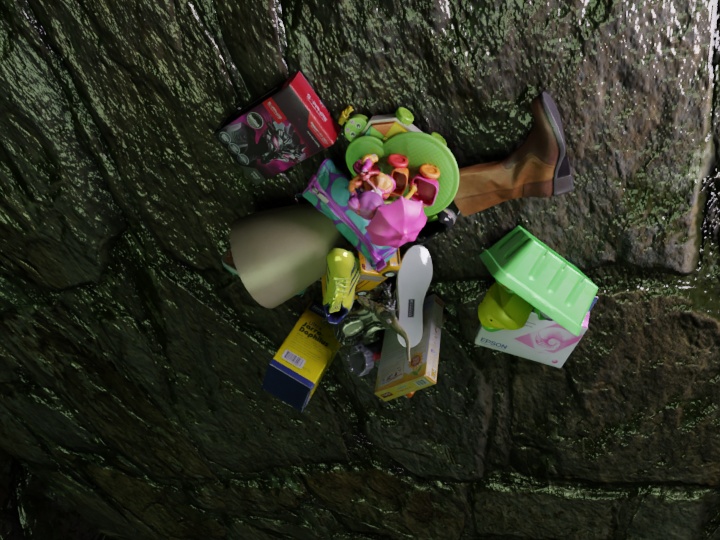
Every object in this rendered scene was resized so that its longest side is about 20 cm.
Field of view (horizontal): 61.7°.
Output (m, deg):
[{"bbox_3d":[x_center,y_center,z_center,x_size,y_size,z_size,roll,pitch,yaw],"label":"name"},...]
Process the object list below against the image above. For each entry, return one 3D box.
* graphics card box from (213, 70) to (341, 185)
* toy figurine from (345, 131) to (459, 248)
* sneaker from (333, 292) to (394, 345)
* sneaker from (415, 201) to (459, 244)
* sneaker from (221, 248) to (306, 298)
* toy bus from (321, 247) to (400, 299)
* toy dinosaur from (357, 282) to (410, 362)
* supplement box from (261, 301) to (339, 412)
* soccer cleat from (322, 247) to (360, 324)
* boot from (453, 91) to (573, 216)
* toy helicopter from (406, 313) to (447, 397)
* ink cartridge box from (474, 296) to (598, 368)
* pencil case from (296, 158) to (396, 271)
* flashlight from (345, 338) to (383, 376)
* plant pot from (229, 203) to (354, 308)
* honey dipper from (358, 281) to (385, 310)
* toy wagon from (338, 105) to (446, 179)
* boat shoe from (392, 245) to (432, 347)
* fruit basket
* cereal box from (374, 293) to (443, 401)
[{"bbox_3d":[-0.147,-0.243,1.053,0.197,0.051,0.126,-18,125,34],"label":"graphics card box"},{"bbox_3d":[0.042,-0.117,0.932,0.197,0.185,0.152,21,128,6],"label":"toy figurine"},{"bbox_3d":[0.040,0.096,1.295,0.197,0.089,0.078,-20,88,14],"label":"sneaker"},{"bbox_3d":[0.088,-0.090,1.092,0.196,0.088,0.074,-8,131,27],"label":"sneaker"},{"bbox_3d":[-0.211,0.014,1.316,0.196,0.072,0.081,19,142,8],"label":"sneaker"},{"bbox_3d":[0.000,0.000,1.203,0.077,0.066,0.199,9,154,-29],"label":"toy bus"},{"bbox_3d":[0.053,0.082,1.165,0.047,0.200,0.090,-16,125,-20],"label":"toy dinosaur"},{"bbox_3d":[-0.120,0.190,1.354,0.108,0.201,0.110,28,138,5],"label":"supplement box"},{"bbox_3d":[-0.038,0.032,1.112,0.063,0.085,0.201,14,149,6],"label":"soccer cleat"},{"bbox_3d":[0.228,-0.180,0.969,0.196,0.070,0.189,-10,142,22],"label":"boot"},{"bbox_3d":[0.135,0.173,1.333,0.078,0.132,0.202,34,113,8],"label":"toy helicopter"},{"bbox_3d":[0.351,0.105,1.227,0.193,0.044,0.202,16,138,5],"label":"ink cartridge box"},{"bbox_3d":[-0.014,-0.096,1.057,0.200,0.093,0.085,45,120,-4],"label":"pencil case"},{"bbox_3d":[0.029,0.191,1.322,0.067,0.199,0.069,33,104,17],"label":"flashlight"},{"bbox_3d":[-0.117,-0.049,1.159,0.197,0.189,0.189,-21,126,17],"label":"plant pot"},{"bbox_3d":[0.007,0.080,1.329,0.037,0.038,0.201,22,138,-3],"label":"honey dipper"},{"bbox_3d":[0.043,-0.198,1.019,0.198,0.040,0.156,35,126,-8],"label":"toy wagon"},{"bbox_3d":[0.095,0.048,1.204,0.069,0.064,0.204,6,97,-12],"label":"boat shoe"},{"bbox_3d":[0.295,0.048,1.105,0.211,0.156,0.220,-1,110,-2],"label":"fruit basket"},{"bbox_3d":[0.103,0.159,1.252,0.039,0.202,0.143,37,135,-26],"label":"cereal box"}]
